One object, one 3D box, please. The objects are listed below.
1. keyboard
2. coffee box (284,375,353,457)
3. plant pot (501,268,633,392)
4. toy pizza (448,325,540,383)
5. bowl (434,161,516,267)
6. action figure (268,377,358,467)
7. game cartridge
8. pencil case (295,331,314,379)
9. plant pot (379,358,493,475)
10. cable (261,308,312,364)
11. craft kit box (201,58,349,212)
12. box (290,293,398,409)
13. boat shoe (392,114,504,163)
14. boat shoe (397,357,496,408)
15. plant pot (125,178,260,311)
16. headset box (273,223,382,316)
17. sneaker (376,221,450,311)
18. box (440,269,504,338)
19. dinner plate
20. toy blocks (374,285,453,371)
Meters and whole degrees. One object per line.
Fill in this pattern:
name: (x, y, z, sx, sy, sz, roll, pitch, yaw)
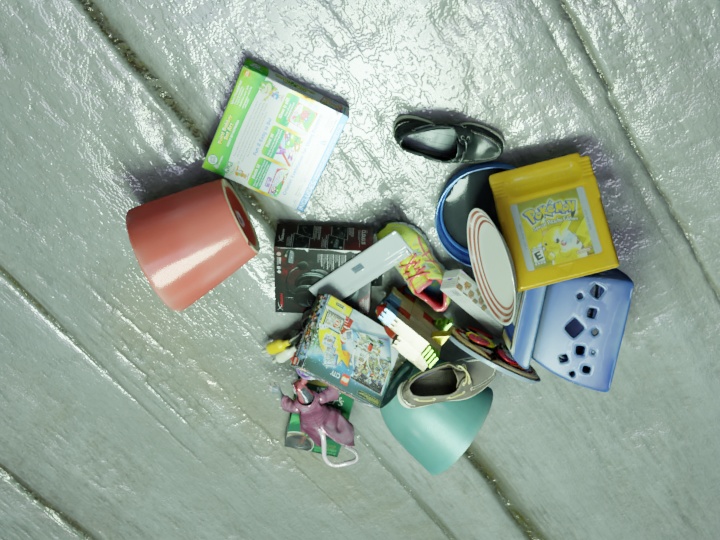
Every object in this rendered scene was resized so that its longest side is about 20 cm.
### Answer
keyboard: (0.000, 0.000, 1.620, 0.198, 0.011, 0.056, -34, 114, 22)
coffee box: (-0.081, 0.281, 1.868, 0.120, 0.044, 0.203, 13, 121, -6)
plant pot: (0.355, 0.080, 1.631, 0.176, 0.200, 0.205, 11, 100, 1)
toy pizza: (0.247, 0.147, 1.700, 0.197, 0.200, 0.032, 26, 98, -14)
bowl: (0.228, -0.099, 1.636, 0.196, 0.040, 0.204, 0, 121, 0)
action figure: (-0.093, 0.275, 1.752, 0.131, 0.151, 0.201, -19, 140, 7)
game cartridge: (0.320, -0.083, 1.535, 0.172, 0.032, 0.204, -14, 79, 4)
pencil case: (-0.029, 0.164, 1.727, 0.197, 0.083, 0.088, 6, 93, -41)
plant pot: (0.132, 0.260, 1.772, 0.160, 0.201, 0.201, 37, 116, -5)
cable: (-0.105, 0.134, 1.738, 0.096, 0.051, 0.199, 23, 149, -23)
craft kit box: (-0.145, -0.225, 1.566, 0.194, 0.049, 0.202, 22, 119, -15)
box: (-0.021, 0.146, 1.656, 0.199, 0.139, 0.037, 33, 162, -35)
boat shoe: (0.150, -0.212, 1.553, 0.195, 0.067, 0.076, 15, 120, -8)
boat shoe: (0.164, 0.199, 1.667, 0.196, 0.073, 0.060, -13, 166, -16)
plant pot: (-0.280, -0.055, 1.594, 0.175, 0.201, 0.203, -25, 118, 5)
headset box: (-0.057, 0.001, 1.674, 0.195, 0.078, 0.151, 4, 127, 0)
sneaker: (0.103, -0.005, 1.665, 0.078, 0.091, 0.200, -37, 111, 24)
box: (0.221, 0.064, 1.699, 0.041, 0.039, 0.199, -6, 146, 45)
dinner plate: (0.227, -0.009, 1.559, 0.024, 0.201, 0.204, -16, 121, -9)
toy blocks: (0.085, 0.092, 1.681, 0.136, 0.200, 0.100, 38, 112, -5)
